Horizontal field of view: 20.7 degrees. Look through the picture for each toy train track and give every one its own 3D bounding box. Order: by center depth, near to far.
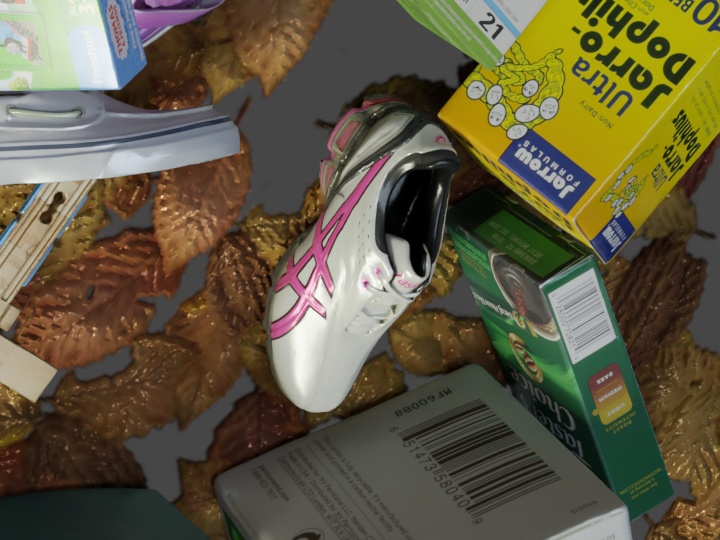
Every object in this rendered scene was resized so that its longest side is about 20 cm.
[{"bbox_3d":[-0.199,-0.003,1.096,0.115,0.033,0.200,36,87,-28],"label":"toy train track"}]

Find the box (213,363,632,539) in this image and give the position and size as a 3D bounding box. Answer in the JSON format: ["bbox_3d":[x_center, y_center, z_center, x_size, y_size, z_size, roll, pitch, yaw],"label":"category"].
[{"bbox_3d":[0.045,0.200,1.214,0.200,0.199,0.171,-23,122,-15],"label":"box"}]

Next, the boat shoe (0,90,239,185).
[{"bbox_3d":[-0.163,-0.079,1.038,0.200,0.074,0.067,-8,95,-15],"label":"boat shoe"}]

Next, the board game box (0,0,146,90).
[{"bbox_3d":[-0.213,-0.158,0.935,0.200,0.037,0.151,1,121,21],"label":"board game box"}]

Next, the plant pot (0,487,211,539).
[{"bbox_3d":[-0.182,0.214,1.142,0.200,0.141,0.141,-17,120,-29],"label":"plant pot"}]

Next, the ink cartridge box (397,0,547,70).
[{"bbox_3d":[0.080,-0.236,1.084,0.200,0.076,0.148,-50,140,1],"label":"ink cartridge box"}]

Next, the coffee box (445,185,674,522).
[{"bbox_3d":[0.125,0.054,1.236,0.044,0.123,0.200,-32,125,-13],"label":"coffee box"}]

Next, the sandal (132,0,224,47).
[{"bbox_3d":[-0.094,-0.168,1.060,0.203,0.050,0.082,-29,123,-13],"label":"sandal"}]

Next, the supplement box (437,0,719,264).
[{"bbox_3d":[0.158,-0.122,1.155,0.200,0.109,0.110,-51,158,1],"label":"supplement box"}]

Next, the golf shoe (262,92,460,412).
[{"bbox_3d":[0.000,0.000,1.163,0.073,0.092,0.200,7,111,-32],"label":"golf shoe"}]
